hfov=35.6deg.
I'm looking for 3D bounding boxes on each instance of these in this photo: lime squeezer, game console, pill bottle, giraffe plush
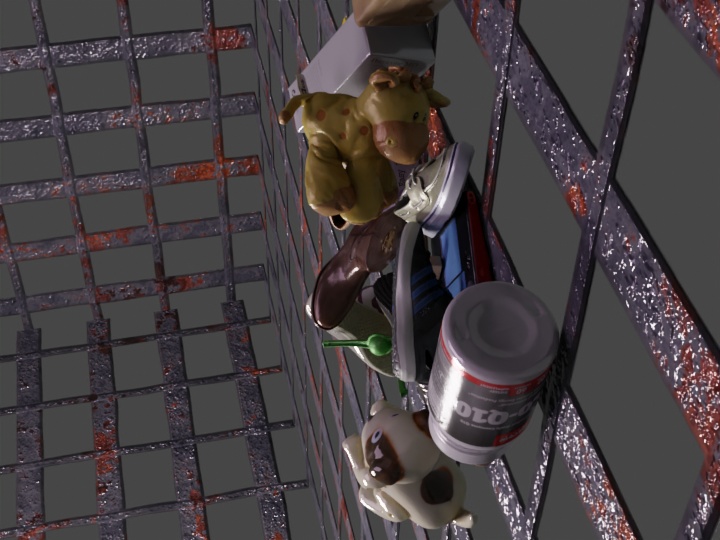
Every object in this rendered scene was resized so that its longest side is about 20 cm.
[{"bbox_3d":[0.028,0.121,1.576,0.200,0.071,0.038,28,162,50],"label":"lime squeezer"},{"bbox_3d":[0.120,0.015,1.353,0.200,0.031,0.178,121,140,-74],"label":"game console"},{"bbox_3d":[0.128,0.111,1.141,0.200,0.113,0.114,95,164,-54],"label":"pill bottle"},{"bbox_3d":[0.021,-0.170,1.338,0.172,0.162,0.201,-37,-75,-55],"label":"giraffe plush"}]

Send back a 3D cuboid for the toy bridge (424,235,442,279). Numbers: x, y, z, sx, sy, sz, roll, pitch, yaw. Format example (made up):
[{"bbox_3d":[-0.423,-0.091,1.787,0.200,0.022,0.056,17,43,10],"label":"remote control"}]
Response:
[{"bbox_3d":[0.085,0.007,1.420,0.067,0.027,0.201,97,168,-53],"label":"toy bridge"}]

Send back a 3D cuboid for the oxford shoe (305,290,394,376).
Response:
[{"bbox_3d":[-0.004,0.087,1.665,0.058,0.200,0.075,-1,54,60],"label":"oxford shoe"}]

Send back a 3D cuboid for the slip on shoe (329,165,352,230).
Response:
[{"bbox_3d":[-0.019,-0.119,1.579,0.061,0.076,0.200,-56,-7,-18],"label":"slip on shoe"}]

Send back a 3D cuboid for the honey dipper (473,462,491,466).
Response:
[{"bbox_3d":[0.134,0.215,1.429,0.200,0.038,0.038,174,89,-84],"label":"honey dipper"}]

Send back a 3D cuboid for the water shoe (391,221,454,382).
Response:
[{"bbox_3d":[0.078,0.038,1.324,0.072,0.079,0.201,100,173,-67],"label":"water shoe"}]

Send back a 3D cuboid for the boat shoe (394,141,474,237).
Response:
[{"bbox_3d":[0.082,-0.094,1.311,0.200,0.062,0.072,115,174,-66],"label":"boat shoe"}]

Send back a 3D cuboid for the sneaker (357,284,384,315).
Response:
[{"bbox_3d":[0.013,0.061,1.777,0.200,0.090,0.075,88,173,-76],"label":"sneaker"}]

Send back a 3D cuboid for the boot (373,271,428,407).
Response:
[{"bbox_3d":[0.069,0.093,1.501,0.200,0.067,0.131,-110,6,-60],"label":"boot"}]

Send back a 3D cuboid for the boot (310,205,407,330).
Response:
[{"bbox_3d":[0.000,0.000,1.514,0.187,0.064,0.200,-67,13,-4],"label":"boot"}]

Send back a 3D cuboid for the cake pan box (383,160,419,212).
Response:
[{"bbox_3d":[0.040,-0.160,1.614,0.184,0.052,0.201,132,129,-80],"label":"cake pan box"}]

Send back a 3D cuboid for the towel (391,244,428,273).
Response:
[{"bbox_3d":[0.079,0.031,1.628,0.200,0.022,0.147,125,137,-77],"label":"towel"}]

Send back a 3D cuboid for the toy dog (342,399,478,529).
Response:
[{"bbox_3d":[0.060,0.257,1.469,0.194,0.139,0.200,47,168,36],"label":"toy dog"}]

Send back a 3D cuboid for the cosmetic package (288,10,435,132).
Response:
[{"bbox_3d":[-0.002,-0.251,1.444,0.200,0.101,0.072,-39,58,52],"label":"cosmetic package"}]

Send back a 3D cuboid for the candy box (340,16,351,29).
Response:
[{"bbox_3d":[-0.005,-0.248,1.596,0.102,0.026,0.201,122,141,-68],"label":"candy box"}]

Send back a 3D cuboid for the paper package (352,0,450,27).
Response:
[{"bbox_3d":[0.046,-0.392,1.252,0.191,0.103,0.201,176,87,-79],"label":"paper package"}]
